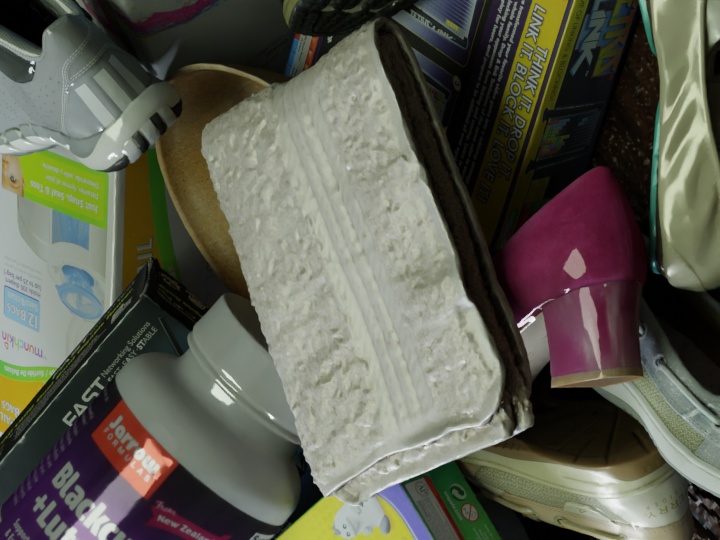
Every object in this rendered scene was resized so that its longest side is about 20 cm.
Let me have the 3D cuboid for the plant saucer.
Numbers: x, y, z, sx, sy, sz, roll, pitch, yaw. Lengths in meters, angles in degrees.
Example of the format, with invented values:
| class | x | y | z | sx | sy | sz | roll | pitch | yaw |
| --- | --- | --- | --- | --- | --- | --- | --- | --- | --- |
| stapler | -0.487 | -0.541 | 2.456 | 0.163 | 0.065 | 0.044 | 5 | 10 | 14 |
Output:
| class | x | y | z | sx | sy | sz | roll | pitch | yaw |
| --- | --- | --- | --- | --- | --- | --- | --- | --- | --- |
| plant saucer | -0.022 | -0.028 | 1.503 | 0.200 | 0.035 | 0.200 | 35 | 149 | 26 |

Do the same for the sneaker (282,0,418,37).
| class | x | y | z | sx | sy | sz | roll | pitch | yaw |
| --- | --- | --- | --- | --- | --- | --- | --- | --- | --- |
| sneaker | 0.012 | -0.198 | 1.392 | 0.089 | 0.077 | 0.200 | 57 | 130 | 38 |

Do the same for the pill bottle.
| class | x | y | z | sx | sy | sz | roll | pitch | yaw |
| --- | --- | --- | --- | --- | --- | --- | --- | --- | --- |
| pill bottle | -0.100 | 0.112 | 1.477 | 0.200 | 0.111 | 0.111 | -49 | 60 | 8 |

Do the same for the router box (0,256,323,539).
| class | x | y | z | sx | sy | sz | roll | pitch | yaw |
| --- | --- | --- | --- | --- | --- | --- | --- | --- | --- |
| router box | -0.114 | 0.117 | 1.572 | 0.150 | 0.062 | 0.200 | 38 | 103 | -11 |

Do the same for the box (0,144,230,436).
| class | x | y | z | sx | sy | sz | roll | pitch | yaw |
| --- | --- | --- | --- | --- | --- | --- | --- | --- | --- |
| box | -0.130 | 0.007 | 1.646 | 0.112 | 0.101 | 0.201 | 21 | 115 | 43 |

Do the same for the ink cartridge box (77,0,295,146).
| class | x | y | z | sx | sy | sz | roll | pitch | yaw |
| --- | --- | --- | --- | --- | --- | --- | --- | --- | --- |
| ink cartridge box | -0.119 | -0.178 | 1.524 | 0.145 | 0.085 | 0.200 | 45 | 169 | 32 |

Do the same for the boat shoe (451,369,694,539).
| class | x | y | z | sx | sy | sz | roll | pitch | yaw |
| --- | --- | --- | --- | --- | --- | --- | --- | --- | --- |
| boat shoe | 0.087 | 0.093 | 1.457 | 0.200 | 0.072 | 0.065 | 13 | 130 | 53 |

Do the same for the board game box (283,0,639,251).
| class | x | y | z | sx | sy | sz | roll | pitch | yaw |
| --- | --- | --- | --- | --- | --- | --- | --- | --- | --- |
| board game box | 0.054 | -0.138 | 1.443 | 0.165 | 0.057 | 0.200 | 38 | 125 | 33 |

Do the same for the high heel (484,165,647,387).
| class | x | y | z | sx | sy | sz | roll | pitch | yaw |
| --- | --- | --- | --- | --- | --- | --- | --- | --- | --- |
| high heel | 0.056 | 0.013 | 1.400 | 0.200 | 0.067 | 0.096 | -13 | 79 | 55 |

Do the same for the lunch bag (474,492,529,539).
| class | x | y | z | sx | sy | sz | roll | pitch | yaw |
| --- | --- | --- | --- | --- | --- | --- | --- | --- | --- |
| lunch bag | 0.044 | 0.218 | 1.528 | 0.160 | 0.077 | 0.200 | -33 | 76 | 47 |

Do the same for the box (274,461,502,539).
| class | x | y | z | sx | sy | sz | roll | pitch | yaw |
| --- | --- | --- | --- | --- | --- | --- | --- | --- | --- |
| box | -0.005 | 0.178 | 1.478 | 0.200 | 0.048 | 0.118 | -45 | 70 | 41 |

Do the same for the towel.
| class | x | y | z | sx | sy | sz | roll | pitch | yaw |
| --- | --- | --- | --- | --- | --- | --- | --- | --- | --- |
| towel | 0.000 | 0.000 | 1.381 | 0.132 | 0.034 | 0.201 | -28 | 79 | 40 |

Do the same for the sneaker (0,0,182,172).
| class | x | y | z | sx | sy | sz | roll | pitch | yaw |
| --- | --- | --- | --- | --- | --- | --- | --- | --- | --- |
| sneaker | -0.170 | -0.117 | 1.511 | 0.116 | 0.075 | 0.200 | 50 | 161 | -25 |

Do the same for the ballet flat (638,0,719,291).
| class | x | y | z | sx | sy | sz | roll | pitch | yaw |
| --- | --- | --- | --- | --- | --- | --- | --- | --- | --- |
| ballet flat | 0.161 | -0.090 | 1.342 | 0.069 | 0.069 | 0.201 | 8 | 107 | 46 |

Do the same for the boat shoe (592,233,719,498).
| class | x | y | z | sx | sy | sz | roll | pitch | yaw |
| --- | --- | --- | --- | --- | --- | --- | --- | --- | --- |
| boat shoe | 0.165 | 0.049 | 1.359 | 0.202 | 0.074 | 0.065 | 42 | 127 | 44 |
